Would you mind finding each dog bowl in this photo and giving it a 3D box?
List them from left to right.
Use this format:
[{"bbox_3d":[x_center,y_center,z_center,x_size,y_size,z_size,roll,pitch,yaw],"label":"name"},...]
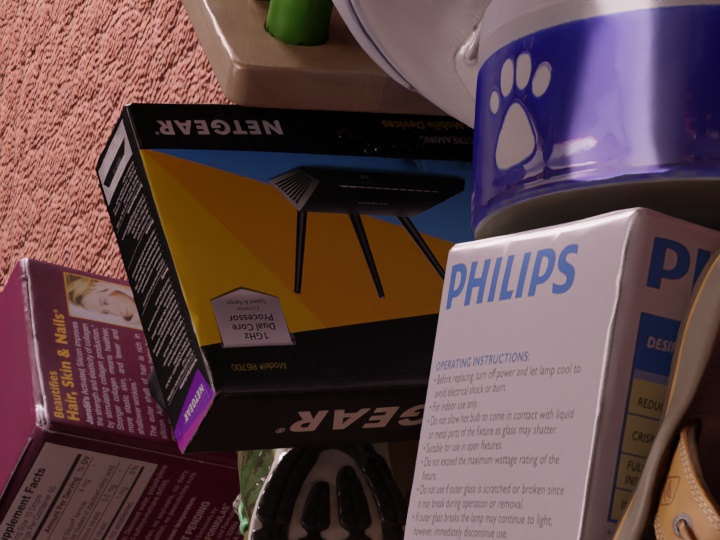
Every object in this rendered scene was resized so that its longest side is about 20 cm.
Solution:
[{"bbox_3d":[0.137,-0.043,0.869,0.200,0.199,0.079,-20,63,62],"label":"dog bowl"}]

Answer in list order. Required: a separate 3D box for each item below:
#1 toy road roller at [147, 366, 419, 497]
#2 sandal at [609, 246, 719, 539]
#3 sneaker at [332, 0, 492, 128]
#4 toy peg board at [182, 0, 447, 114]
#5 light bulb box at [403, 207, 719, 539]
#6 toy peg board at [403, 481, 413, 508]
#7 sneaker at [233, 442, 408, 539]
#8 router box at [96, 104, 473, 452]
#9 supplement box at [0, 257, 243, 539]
[{"bbox_3d":[0.008,0.039,1.249,0.200,0.146,0.123,36,116,24],"label":"toy road roller"},{"bbox_3d":[0.116,0.077,0.726,0.054,0.080,0.201,-14,59,66],"label":"sandal"},{"bbox_3d":[0.074,-0.081,1.042,0.073,0.200,0.071,-56,20,-1],"label":"sneaker"},{"bbox_3d":[0.023,-0.159,1.146,0.200,0.198,0.098,-116,32,-55],"label":"toy peg board"},{"bbox_3d":[0.123,0.103,0.829,0.125,0.197,0.201,-9,68,63],"label":"light bulb box"},{"bbox_3d":[0.070,0.183,1.064,0.199,0.097,0.201,113,160,-59],"label":"toy peg board"},{"bbox_3d":[-0.026,0.104,1.123,0.089,0.077,0.201,127,154,-49],"label":"sneaker"},{"bbox_3d":[0.000,0.000,1.101,0.051,0.199,0.150,-57,44,47],"label":"router box"},{"bbox_3d":[-0.097,0.090,1.317,0.103,0.199,0.131,-59,28,33],"label":"supplement box"}]
